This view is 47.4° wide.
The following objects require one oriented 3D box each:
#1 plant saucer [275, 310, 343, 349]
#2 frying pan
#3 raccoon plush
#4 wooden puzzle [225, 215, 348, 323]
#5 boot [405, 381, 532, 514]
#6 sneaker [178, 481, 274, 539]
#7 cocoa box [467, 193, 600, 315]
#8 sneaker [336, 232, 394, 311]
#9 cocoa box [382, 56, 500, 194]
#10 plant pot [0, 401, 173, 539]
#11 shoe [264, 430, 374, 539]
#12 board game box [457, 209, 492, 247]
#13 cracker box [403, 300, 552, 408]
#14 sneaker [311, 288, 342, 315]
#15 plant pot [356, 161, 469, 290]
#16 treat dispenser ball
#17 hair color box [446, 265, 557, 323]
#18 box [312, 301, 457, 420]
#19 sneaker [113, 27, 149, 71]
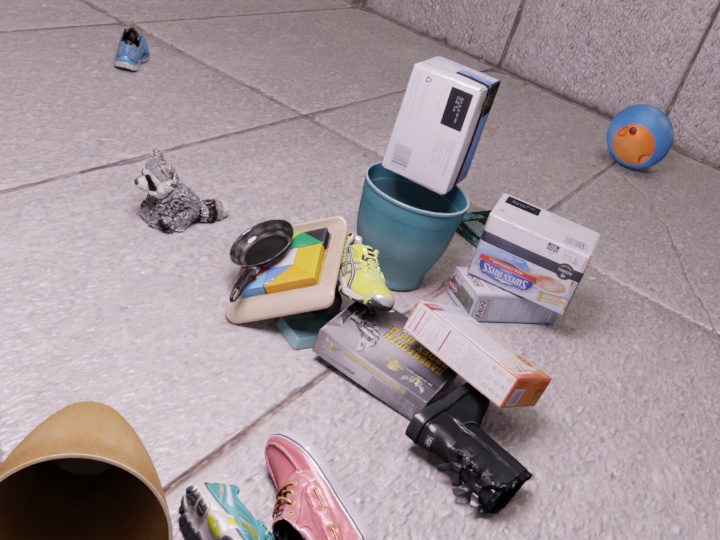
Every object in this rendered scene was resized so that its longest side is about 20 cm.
[{"bbox_3d":[-0.039,0.091,1.356,0.199,0.019,0.070,-6,37,-35],"label":"plant saucer"},{"bbox_3d":[-0.154,-0.019,1.309,0.114,0.031,0.191,-21,37,5],"label":"frying pan"},{"bbox_3d":[-0.323,-0.157,1.495,0.096,0.135,0.200,32,31,25],"label":"raccoon plush"},{"bbox_3d":[-0.119,-0.009,1.331,0.184,0.037,0.201,-10,41,16],"label":"wooden puzzle"},{"bbox_3d":[0.172,0.245,1.159,0.162,0.074,0.198,38,31,26],"label":"boot"},{"bbox_3d":[-0.124,0.301,0.891,0.079,0.078,0.200,5,30,-40],"label":"sneaker"},{"bbox_3d":[0.323,-0.033,1.536,0.199,0.132,0.133,25,29,12],"label":"cocoa box"},{"bbox_3d":[0.000,0.000,1.322,0.075,0.077,0.200,21,14,-35],"label":"sneaker"},{"bbox_3d":[0.147,-0.265,1.481,0.133,0.201,0.131,26,29,15],"label":"cocoa box"},{"bbox_3d":[-0.288,0.221,0.847,0.185,0.188,0.200,10,16,-16],"label":"plant pot"},{"bbox_3d":[-0.075,0.272,0.966,0.091,0.072,0.200,-4,40,-45],"label":"shoe"},{"bbox_3d":[0.310,-0.092,1.862,0.199,0.028,0.135,-8,38,-39],"label":"board game box"},{"bbox_3d":[0.177,0.126,1.245,0.200,0.058,0.134,39,15,31],"label":"cracker box"},{"bbox_3d":[-0.082,0.010,1.403,0.087,0.076,0.200,-2,28,-44],"label":"sneaker"},{"bbox_3d":[0.078,-0.074,1.531,0.199,0.189,0.200,15,28,-8],"label":"plant pot"},{"bbox_3d":[0.878,-0.420,2.580,0.200,0.202,0.201,14,29,-8],"label":"treat dispenser ball"},{"bbox_3d":[0.277,0.048,1.571,0.199,0.061,0.099,4,32,-26],"label":"hair color box"},{"bbox_3d":[0.047,0.131,1.286,0.199,0.049,0.158,33,33,16],"label":"box"},{"bbox_3d":[-0.585,-0.587,2.129,0.078,0.090,0.200,11,29,-13],"label":"sneaker"}]
